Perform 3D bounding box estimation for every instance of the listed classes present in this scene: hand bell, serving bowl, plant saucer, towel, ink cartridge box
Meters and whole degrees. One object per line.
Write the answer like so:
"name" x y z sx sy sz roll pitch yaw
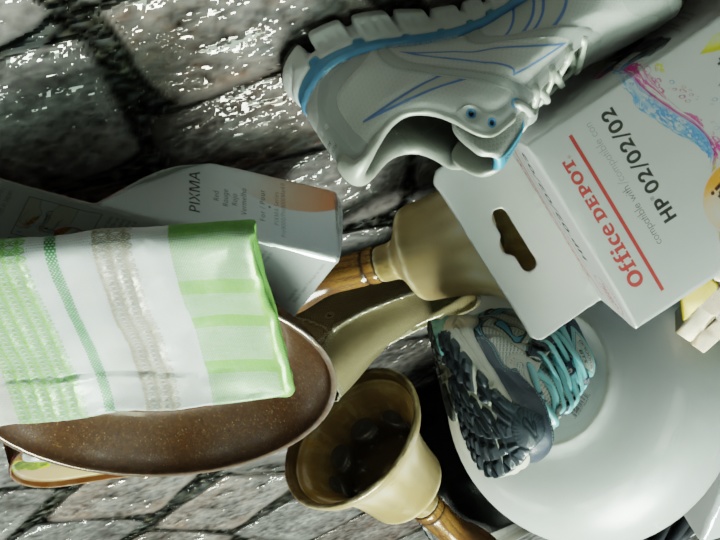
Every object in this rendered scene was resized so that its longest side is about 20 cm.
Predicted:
"hand bell" 0.000 0.000 1.001 0.200 0.104 0.104 -17 159 20
"hand bell" 0.051 0.163 1.183 0.104 0.104 0.200 -30 128 21
"serving bowl" 0.131 0.070 1.084 0.200 0.200 0.066 -33 154 25
"plant saucer" -0.113 0.050 0.936 0.200 0.037 0.201 -2 147 -1
"towel" -0.139 0.033 0.849 0.200 0.031 0.149 -6 147 4
"ink cartridge box" 0.151 -0.053 0.888 0.200 0.115 0.068 -34 -165 0
"ink cartridge box" -0.132 -0.003 0.930 0.200 0.050 0.162 15 142 -20

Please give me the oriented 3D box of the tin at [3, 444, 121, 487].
"tin" -0.134 0.095 1.128 0.200 0.042 0.112 -4 148 -34

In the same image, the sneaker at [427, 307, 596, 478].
"sneaker" 0.089 0.052 0.971 0.086 0.078 0.200 -16 -168 -2

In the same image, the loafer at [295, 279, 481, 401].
"loafer" -0.013 0.043 1.074 0.200 0.068 0.076 -19 159 1

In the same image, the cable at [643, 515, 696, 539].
"cable" 0.167 0.192 1.188 0.200 0.051 0.163 -45 165 35

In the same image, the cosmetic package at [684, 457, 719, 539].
"cosmetic package" 0.224 0.071 1.151 0.101 0.200 0.071 -11 138 -22

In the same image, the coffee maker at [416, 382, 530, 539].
"coffee maker" 0.126 0.117 1.263 0.200 0.135 0.192 -25 155 9

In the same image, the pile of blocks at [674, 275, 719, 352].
"pile of blocks" 0.184 -0.053 0.994 0.082 0.062 0.200 1 121 9

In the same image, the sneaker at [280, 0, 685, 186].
"sneaker" 0.069 -0.089 0.843 0.200 0.087 0.075 -19 154 -7
